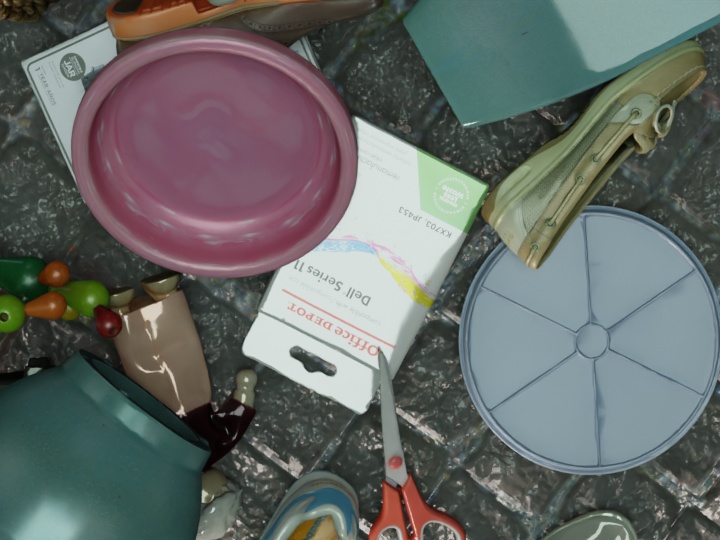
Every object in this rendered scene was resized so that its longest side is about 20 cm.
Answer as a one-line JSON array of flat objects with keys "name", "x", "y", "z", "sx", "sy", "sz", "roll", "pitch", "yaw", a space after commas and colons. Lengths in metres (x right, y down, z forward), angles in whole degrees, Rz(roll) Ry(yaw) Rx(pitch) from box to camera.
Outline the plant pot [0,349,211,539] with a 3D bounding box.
[{"name": "plant pot", "x": -0.187, "y": 0.141, "z": 1.363, "sx": 0.200, "sy": 0.200, "sz": 0.135, "roll": 37, "pitch": 90, "yaw": -4}]

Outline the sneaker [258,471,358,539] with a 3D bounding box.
[{"name": "sneaker", "x": -0.064, "y": 0.248, "z": 1.464, "sx": 0.076, "sy": 0.081, "sz": 0.202, "roll": 23, "pitch": 96, "yaw": -4}]

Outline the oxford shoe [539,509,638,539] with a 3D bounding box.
[{"name": "oxford shoe", "x": 0.130, "y": 0.258, "z": 1.485, "sx": 0.199, "sy": 0.058, "sz": 0.075, "roll": -38, "pitch": 92, "yaw": 1}]

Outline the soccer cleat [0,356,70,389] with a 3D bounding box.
[{"name": "soccer cleat", "x": -0.287, "y": 0.112, "z": 1.465, "sx": 0.198, "sy": 0.065, "sz": 0.085, "roll": -3, "pitch": 98, "yaw": 0}]

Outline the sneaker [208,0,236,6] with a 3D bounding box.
[{"name": "sneaker", "x": -0.068, "y": -0.255, "z": 1.372, "sx": 0.110, "sy": 0.201, "sz": 0.077, "roll": -11, "pitch": 123, "yaw": -3}]

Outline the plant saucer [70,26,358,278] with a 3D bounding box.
[{"name": "plant saucer", "x": -0.100, "y": -0.087, "z": 1.371, "sx": 0.198, "sy": 0.051, "sz": 0.202, "roll": 2, "pitch": 128, "yaw": 2}]

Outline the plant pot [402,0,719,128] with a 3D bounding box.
[{"name": "plant pot", "x": 0.137, "y": -0.193, "z": 1.405, "sx": 0.199, "sy": 0.141, "sz": 0.142, "roll": -30, "pitch": 95, "yaw": 10}]

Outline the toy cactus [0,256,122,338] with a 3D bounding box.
[{"name": "toy cactus", "x": -0.280, "y": 0.019, "z": 1.422, "sx": 0.198, "sy": 0.166, "sz": 0.103, "roll": -16, "pitch": 137, "yaw": -6}]

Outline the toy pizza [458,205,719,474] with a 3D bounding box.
[{"name": "toy pizza", "x": 0.172, "y": 0.052, "z": 1.478, "sx": 0.198, "sy": 0.032, "sz": 0.203, "roll": 0, "pitch": 95, "yaw": 1}]

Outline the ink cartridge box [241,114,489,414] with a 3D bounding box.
[{"name": "ink cartridge box", "x": 0.000, "y": 0.000, "z": 1.453, "sx": 0.116, "sy": 0.067, "sz": 0.201, "roll": 26, "pitch": 95, "yaw": -3}]

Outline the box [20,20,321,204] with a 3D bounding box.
[{"name": "box", "x": -0.132, "y": -0.142, "z": 1.442, "sx": 0.198, "sy": 0.060, "sz": 0.118, "roll": -25, "pitch": 95, "yaw": 3}]

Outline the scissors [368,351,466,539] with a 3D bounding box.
[{"name": "scissors", "x": 0.021, "y": 0.154, "z": 1.458, "sx": 0.073, "sy": 0.014, "sz": 0.201, "roll": -24, "pitch": 120, "yaw": -2}]

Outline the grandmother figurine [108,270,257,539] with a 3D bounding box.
[{"name": "grandmother figurine", "x": -0.132, "y": 0.104, "z": 1.470, "sx": 0.120, "sy": 0.061, "sz": 0.202, "roll": -15, "pitch": 98, "yaw": -3}]

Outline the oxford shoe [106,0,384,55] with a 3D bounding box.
[{"name": "oxford shoe", "x": -0.074, "y": -0.170, "z": 1.385, "sx": 0.198, "sy": 0.071, "sz": 0.074, "roll": -9, "pitch": 116, "yaw": 4}]

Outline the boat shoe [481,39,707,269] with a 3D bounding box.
[{"name": "boat shoe", "x": 0.180, "y": -0.086, "z": 1.432, "sx": 0.200, "sy": 0.073, "sz": 0.063, "roll": -39, "pitch": 74, "yaw": -4}]

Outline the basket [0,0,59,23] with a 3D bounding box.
[{"name": "basket", "x": -0.224, "y": -0.269, "z": 1.358, "sx": 0.148, "sy": 0.200, "sz": 0.143, "roll": -34, "pitch": 96, "yaw": 3}]
